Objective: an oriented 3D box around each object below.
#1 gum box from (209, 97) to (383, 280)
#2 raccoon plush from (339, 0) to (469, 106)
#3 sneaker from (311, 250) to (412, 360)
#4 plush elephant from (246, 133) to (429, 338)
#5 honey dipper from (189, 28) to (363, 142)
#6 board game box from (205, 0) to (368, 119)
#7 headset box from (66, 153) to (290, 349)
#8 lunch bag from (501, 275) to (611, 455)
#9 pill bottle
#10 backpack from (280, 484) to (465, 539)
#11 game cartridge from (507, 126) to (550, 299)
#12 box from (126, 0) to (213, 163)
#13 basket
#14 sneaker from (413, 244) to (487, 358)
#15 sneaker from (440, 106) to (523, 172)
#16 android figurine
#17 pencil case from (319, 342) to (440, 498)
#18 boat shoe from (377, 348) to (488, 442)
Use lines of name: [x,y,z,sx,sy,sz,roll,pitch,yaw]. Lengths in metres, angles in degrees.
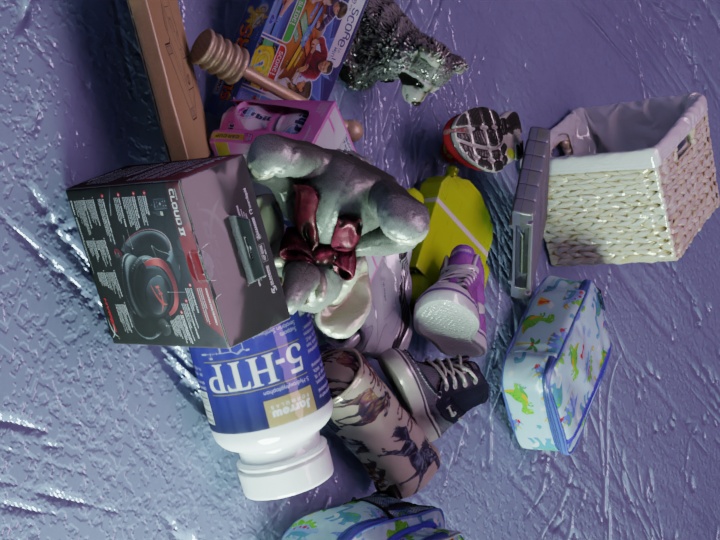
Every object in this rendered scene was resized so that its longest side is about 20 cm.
gum box: [-0.058,-0.079,1.641,0.066,0.113,0.201,-64,146,-36]
raccoon plush: [0.037,-0.277,1.828,0.097,0.133,0.202,-25,105,-53]
sneaker: [0.000,0.000,1.778,0.115,0.075,0.202,-9,95,-58]
plush elephant: [-0.038,-0.025,1.478,0.200,0.164,0.156,-71,-175,-81]
honey dipper: [-0.074,-0.172,1.629,0.199,0.038,0.038,26,62,-31]
board game box: [-0.065,-0.231,1.685,0.135,0.034,0.201,17,98,-53]
headset box: [-0.151,-0.015,1.444,0.075,0.199,0.150,-26,105,-38]
lunch bag: [0.248,0.118,2.104,0.200,0.082,0.162,-59,144,-41]
pill bottle: [-0.091,0.106,1.589,0.120,0.119,0.201,-29,108,-53]
backpack: [0.009,0.318,1.660,0.199,0.146,0.185,0,96,-51]
game cartridge: [0.205,-0.069,2.057,0.200,0.038,0.130,82,15,-59]
box: [-0.175,-0.195,1.542,0.164,0.021,0.202,-75,151,-78]
basket: [0.346,-0.117,2.197,0.198,0.199,0.162,-42,120,-49]
sneaker: [0.098,0.019,1.839,0.201,0.072,0.115,62,30,-72]
sneaker: [0.130,-0.145,1.982,0.200,0.084,0.078,-5,85,-67]
android figurine: [0.097,-0.026,1.955,0.182,0.041,0.201,42,54,-43]
pencil case: [0.008,0.161,1.755,0.200,0.089,0.078,52,56,-40]
boat shoe: [0.082,0.114,1.809,0.075,0.092,0.200,55,-4,23]
